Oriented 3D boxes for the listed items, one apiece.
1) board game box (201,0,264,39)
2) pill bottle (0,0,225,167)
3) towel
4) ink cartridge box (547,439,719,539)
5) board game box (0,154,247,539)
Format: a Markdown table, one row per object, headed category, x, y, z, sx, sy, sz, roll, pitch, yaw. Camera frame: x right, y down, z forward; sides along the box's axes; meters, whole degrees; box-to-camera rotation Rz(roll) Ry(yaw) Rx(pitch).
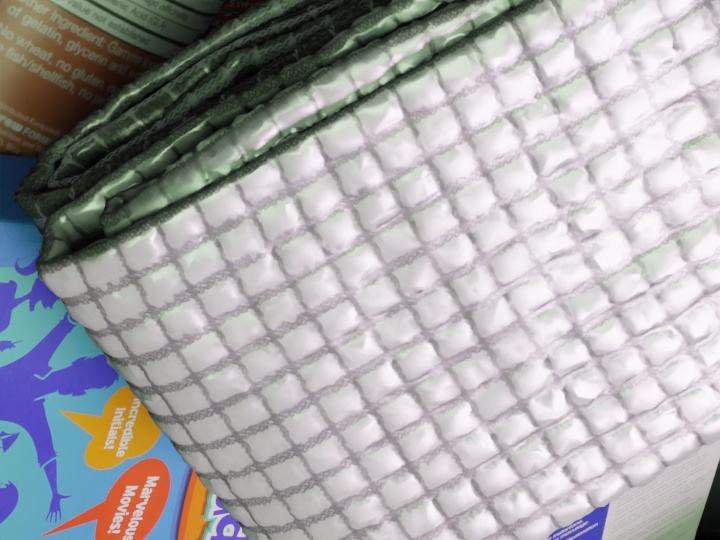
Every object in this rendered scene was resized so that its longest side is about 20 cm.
| category | x | y | z | sx | sy | sz | roll | pitch | yaw |
| --- | --- | --- | --- | --- | --- | --- | --- | --- | --- |
| board game box | 0.000 | 0.000 | 0.855 | 0.151 | 0.037 | 0.200 | 4 | 109 | -17 |
| pill bottle | -0.090 | -0.115 | 0.750 | 0.112 | 0.112 | 0.200 | 30 | 100 | -22 |
| towel | 0.028 | -0.012 | 0.679 | 0.200 | 0.086 | 0.166 | -31 | 121 | 5 |
| ink cartridge box | 0.081 | 0.074 | 0.837 | 0.095 | 0.037 | 0.200 | -25 | 152 | -20 |
| board game box | -0.083 | 0.041 | 0.756 | 0.200 | 0.045 | 0.152 | 3 | 121 | -37 |
